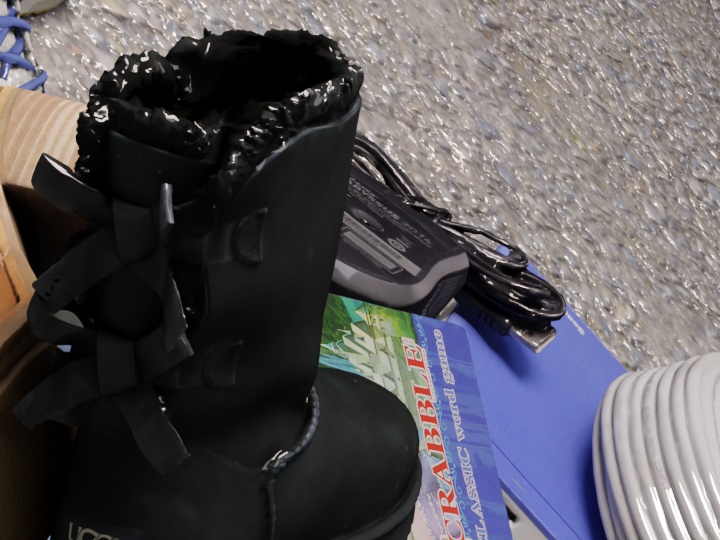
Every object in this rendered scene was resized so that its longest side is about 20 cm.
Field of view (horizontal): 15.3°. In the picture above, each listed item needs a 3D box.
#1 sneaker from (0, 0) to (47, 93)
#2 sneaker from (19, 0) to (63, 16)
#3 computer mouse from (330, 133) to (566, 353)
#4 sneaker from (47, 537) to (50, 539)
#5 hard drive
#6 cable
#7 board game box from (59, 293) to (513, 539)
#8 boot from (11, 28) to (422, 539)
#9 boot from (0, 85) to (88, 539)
[{"bbox_3d":[-0.156,-0.101,0.980,0.200,0.088,0.075,48,21,-7],"label":"sneaker"},{"bbox_3d":[-0.130,-0.155,1.104,0.075,0.090,0.200,47,23,-7],"label":"sneaker"},{"bbox_3d":[0.000,0.000,1.144,0.138,0.053,0.200,40,17,15],"label":"computer mouse"},{"bbox_3d":[-0.114,0.094,0.805,0.090,0.078,0.200,57,18,-35],"label":"sneaker"},{"bbox_3d":[0.082,0.070,1.223,0.132,0.025,0.200,48,23,-3],"label":"hard drive"},{"bbox_3d":[0.173,0.131,1.197,0.200,0.069,0.200,65,22,5],"label":"cable"},{"bbox_3d":[-0.012,0.104,0.915,0.199,0.041,0.200,13,59,-54],"label":"board game box"},{"bbox_3d":[-0.029,0.012,0.759,0.073,0.163,0.198,15,19,21],"label":"boot"},{"bbox_3d":[-0.152,0.012,0.758,0.077,0.155,0.200,82,20,-45],"label":"boot"}]
